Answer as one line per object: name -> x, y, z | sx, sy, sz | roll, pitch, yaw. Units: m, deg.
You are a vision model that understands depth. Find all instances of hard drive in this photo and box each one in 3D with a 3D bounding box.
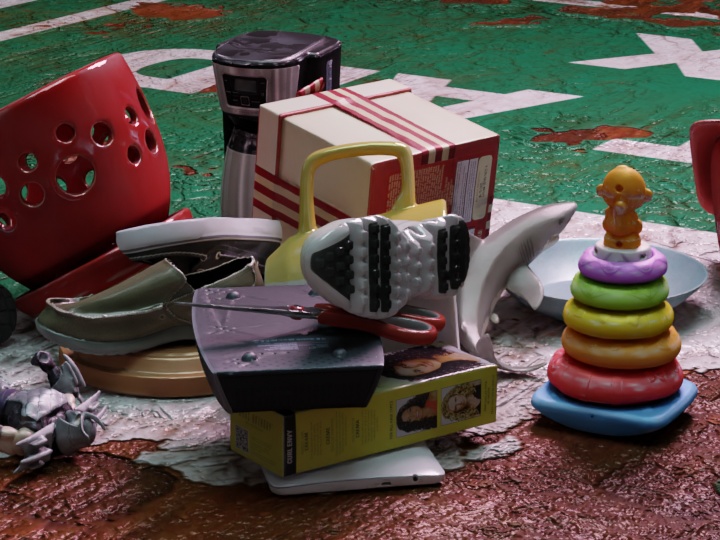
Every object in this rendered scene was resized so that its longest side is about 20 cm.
hard drive -> -0.056, 0.056, 1.530 | 0.134, 0.043, 0.200 | -2, 16, -8

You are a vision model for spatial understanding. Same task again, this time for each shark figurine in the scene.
shark figurine -> 0.101, 0.010, 1.785 | 0.127, 0.090, 0.215 | -16, 34, 32

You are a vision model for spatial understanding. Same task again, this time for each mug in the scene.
mug -> 0.001, 0.009, 1.703 | 0.152, 0.150, 0.188 | -6, 59, 4

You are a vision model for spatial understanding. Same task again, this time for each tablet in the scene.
tablet -> -0.020, 0.123, 1.579 | 0.129, 0.014, 0.200 | -3, 18, -11

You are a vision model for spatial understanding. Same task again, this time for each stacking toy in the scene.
stacking toy -> 0.199, 0.016, 1.609 | 0.115, 0.202, 0.110 | 8, 18, 25

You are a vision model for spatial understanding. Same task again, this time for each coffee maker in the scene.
coffee maker -> -0.085, -0.139, 2.111 | 0.133, 0.202, 0.192 | 1, 17, 0

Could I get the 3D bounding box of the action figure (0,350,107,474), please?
action figure -> -0.277, 0.098, 1.568 | 0.198, 0.070, 0.130 | 13, 11, 24

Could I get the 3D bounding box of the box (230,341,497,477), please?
box -> 0.004, 0.100, 1.546 | 0.199, 0.051, 0.075 | -12, 20, -35

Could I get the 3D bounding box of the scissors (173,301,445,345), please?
scissors -> -0.035, 0.031, 1.512 | 0.198, 0.014, 0.073 | 7, 16, -3

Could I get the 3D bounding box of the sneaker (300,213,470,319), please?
sneaker -> 0.005, -0.007, 1.528 | 0.080, 0.076, 0.200 | 6, 4, 29

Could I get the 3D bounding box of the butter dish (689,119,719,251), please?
butter dish -> 0.401, -0.041, 1.919 | 0.198, 0.149, 0.200 | 3, -23, 15

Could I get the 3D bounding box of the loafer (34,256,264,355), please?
loafer -> -0.168, 0.022, 1.701 | 0.198, 0.070, 0.075 | -6, 18, -21

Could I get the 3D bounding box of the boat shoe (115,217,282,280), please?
boat shoe -> -0.130, -0.014, 1.779 | 0.068, 0.057, 0.199 | -8, -3, 35

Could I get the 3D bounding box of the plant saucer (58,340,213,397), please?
plant saucer -> -0.155, 0.058, 1.758 | 0.198, 0.033, 0.200 | 1, 18, 0

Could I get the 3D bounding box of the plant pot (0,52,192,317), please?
plant pot -> -0.259, -0.069, 1.838 | 0.199, 0.184, 0.200 | -27, 4, 2

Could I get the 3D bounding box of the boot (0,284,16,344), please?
boot -> -0.404, 0.037, 1.768 | 0.199, 0.070, 0.131 | -8, 13, -38

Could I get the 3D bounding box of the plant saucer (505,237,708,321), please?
plant saucer -> 0.215, 0.015, 1.891 | 0.199, 0.039, 0.201 | 0, 18, 0

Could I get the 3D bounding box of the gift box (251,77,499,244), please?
gift box -> 0.013, -0.065, 1.927 | 0.199, 0.186, 0.186 | -10, 28, -41
